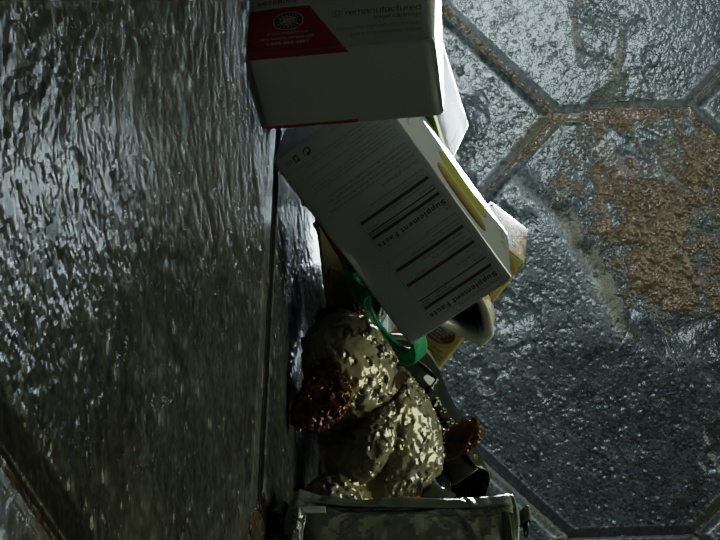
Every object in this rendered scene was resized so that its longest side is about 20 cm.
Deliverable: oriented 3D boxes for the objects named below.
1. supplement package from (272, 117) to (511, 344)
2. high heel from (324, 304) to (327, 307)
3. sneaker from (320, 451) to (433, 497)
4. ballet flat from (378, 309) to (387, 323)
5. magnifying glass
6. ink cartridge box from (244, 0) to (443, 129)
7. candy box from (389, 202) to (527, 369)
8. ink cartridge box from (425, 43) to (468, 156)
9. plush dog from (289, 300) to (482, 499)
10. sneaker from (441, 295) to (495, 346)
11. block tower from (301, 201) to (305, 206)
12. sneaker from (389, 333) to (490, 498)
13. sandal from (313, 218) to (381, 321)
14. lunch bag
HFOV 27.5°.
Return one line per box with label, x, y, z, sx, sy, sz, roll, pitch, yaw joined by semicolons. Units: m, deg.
supplement package;0.031;-0.061;1.264;0.201;0.109;0.114;52;16;-16
high heel;-0.019;0.134;1.563;0.067;0.095;0.202;-73;139;-67
sneaker;0.023;0.264;1.489;0.078;0.110;0.202;-83;169;-62
ballet flat;-0.004;0.037;1.605;0.200;0.073;0.075;59;29;-72
magnifying glass;0.000;0.000;1.353;0.201;0.022;0.079;57;-24;-11
ink cartridge box;-0.010;-0.216;1.151;0.083;0.145;0.202;78;10;-52
candy box;0.093;0.034;1.526;0.201;0.055;0.116;-52;-175;19
ink cartridge box;0.030;-0.201;1.367;0.148;0.075;0.202;-61;134;-68
plush dog;0.005;0.117;1.313;0.173;0.159;0.201;59;17;-24
sneaker;0.058;-0.007;1.375;0.199;0.075;0.090;36;20;-30
block tower;-0.036;-0.161;1.353;0.058;0.053;0.202;-81;169;-63
sneaker;0.070;0.147;1.447;0.200;0.074;0.107;51;4;-44
sandal;-0.022;-0.024;1.476;0.070;0.077;0.214;128;-33;-50
lunch bag;0.031;0.251;1.141;0.140;0.197;0.170;-86;175;-73
